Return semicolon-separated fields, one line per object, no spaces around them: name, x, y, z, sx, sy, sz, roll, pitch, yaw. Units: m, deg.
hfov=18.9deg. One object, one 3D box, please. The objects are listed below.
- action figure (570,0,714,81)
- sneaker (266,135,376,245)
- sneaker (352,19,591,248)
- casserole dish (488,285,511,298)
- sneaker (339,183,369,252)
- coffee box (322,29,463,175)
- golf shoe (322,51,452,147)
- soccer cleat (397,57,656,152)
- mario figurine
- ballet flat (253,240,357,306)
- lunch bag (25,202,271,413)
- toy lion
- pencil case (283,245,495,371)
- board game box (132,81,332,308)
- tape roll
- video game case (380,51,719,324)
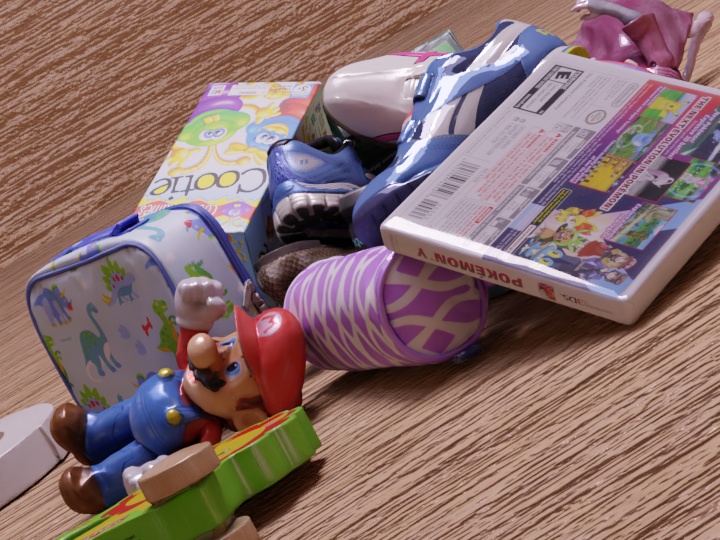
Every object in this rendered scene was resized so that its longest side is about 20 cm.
action figure;0.219;-0.140;1.705;0.148;0.135;0.200;11;18;-12
sneaker;-0.005;-0.061;1.662;0.078;0.090;0.200;-26;-22;23
sneaker;0.064;-0.092;1.461;0.200;0.082;0.074;-41;-33;-12
casserole dish;0.119;-0.030;1.514;0.200;0.039;0.121;-35;11;-32
sneaker;0.072;-0.037;1.603;0.199;0.080;0.075;-13;-6;-34
coffee box;0.045;-0.101;1.759;0.122;0.044;0.200;-30;-27;-7
golf shoe;0.070;-0.136;1.616;0.198;0.073;0.092;3;-18;3
soccer cleat;0.119;-0.101;1.518;0.199;0.067;0.077;-3;37;29
mario figurine;-0.127;0.080;1.447;0.199;0.124;0.106;-31;-4;18
ballet flat;0.000;0.000;1.603;0.067;0.047;0.199;-35;-16;37
lunch bag;-0.152;0.038;1.591;0.082;0.161;0.199;-37;12;-38
toy lion;-0.120;0.145;1.283;0.199;0.069;0.192;-28;3;11
pencil case;0.016;0.021;1.411;0.085;0.084;0.200;-35;10;-21
board game box;-0.096;-0.051;1.713;0.102;0.105;0.200;1;38;19
tape roll;-0.330;0.177;1.778;0.202;0.037;0.203;-30;9;5
video game case;0.140;-0.056;1.317;0.181;0.023;0.200;18;48;36
